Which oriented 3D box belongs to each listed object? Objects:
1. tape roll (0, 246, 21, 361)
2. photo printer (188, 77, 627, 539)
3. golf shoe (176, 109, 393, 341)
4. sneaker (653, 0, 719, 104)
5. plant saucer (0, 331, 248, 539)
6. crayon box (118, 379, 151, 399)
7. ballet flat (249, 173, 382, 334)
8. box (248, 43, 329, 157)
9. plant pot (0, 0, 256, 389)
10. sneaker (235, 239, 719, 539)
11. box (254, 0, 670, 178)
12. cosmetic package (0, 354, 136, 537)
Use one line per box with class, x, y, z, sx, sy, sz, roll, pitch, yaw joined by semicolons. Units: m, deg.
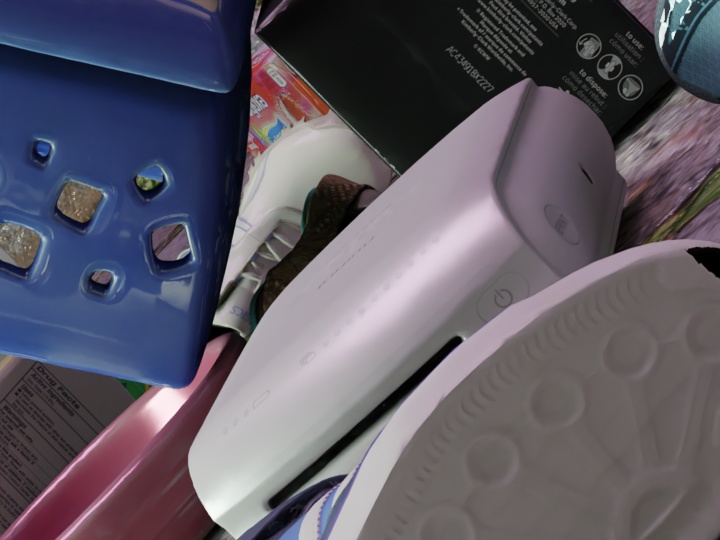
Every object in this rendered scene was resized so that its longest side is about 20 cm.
tape roll;-0.358;0.061;2.466;0.139;0.203;0.203;-48;8;-29
photo printer;0.019;0.020;1.090;0.166;0.069;0.200;-42;7;18
golf shoe;-0.049;-0.003;1.689;0.200;0.078;0.097;-47;22;28
sneaker;0.150;-0.098;0.991;0.096;0.079;0.200;-51;9;-33
plant saucer;-0.112;0.114;1.367;0.201;0.051;0.201;-44;6;6
crayon box;-0.207;0.128;1.801;0.200;0.058;0.173;-39;8;38
ballet flat;0.000;0.000;1.410;0.065;0.071;0.200;-14;19;14
box;-0.023;-0.128;2.074;0.100;0.095;0.200;-47;8;-15
plant pot;-0.142;-0.087;1.350;0.200;0.199;0.180;-84;7;-60
sneaker;0.021;0.063;0.779;0.200;0.081;0.146;-50;11;3
box;0.045;-0.110;1.368;0.124;0.149;0.200;-45;7;6
cosmetic package;-0.188;0.129;1.508;0.071;0.105;0.200;-37;9;46
